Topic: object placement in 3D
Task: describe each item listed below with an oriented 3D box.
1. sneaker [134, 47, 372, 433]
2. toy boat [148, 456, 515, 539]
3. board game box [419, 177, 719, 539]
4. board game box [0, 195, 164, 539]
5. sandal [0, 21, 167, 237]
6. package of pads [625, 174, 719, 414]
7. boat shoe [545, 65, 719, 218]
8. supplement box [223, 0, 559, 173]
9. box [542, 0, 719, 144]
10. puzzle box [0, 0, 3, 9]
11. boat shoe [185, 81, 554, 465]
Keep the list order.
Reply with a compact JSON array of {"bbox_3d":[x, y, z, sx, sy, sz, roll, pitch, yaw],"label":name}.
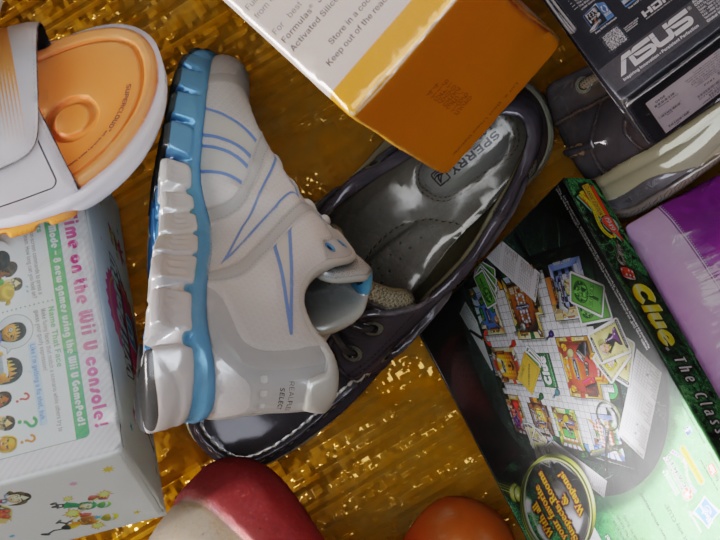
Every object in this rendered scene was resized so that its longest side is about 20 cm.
[{"bbox_3d":[-0.039,-0.009,1.104,0.087,0.200,0.075,5,132,-6],"label":"sneaker"},{"bbox_3d":[0.013,0.143,1.149,0.200,0.131,0.131,40,66,-1],"label":"toy boat"},{"bbox_3d":[0.098,0.075,1.104,0.105,0.023,0.200,-45,60,35],"label":"board game box"},{"bbox_3d":[-0.188,0.046,1.129,0.200,0.064,0.148,-15,58,6],"label":"board game box"},{"bbox_3d":[-0.173,-0.045,1.098,0.207,0.059,0.079,-22,55,0],"label":"sandal"},{"bbox_3d":[0.197,0.044,1.099,0.120,0.076,0.200,-27,66,6],"label":"package of pads"},{"bbox_3d":[0.159,-0.101,1.126,0.200,0.074,0.073,-36,92,5],"label":"boat shoe"},{"bbox_3d":[-0.030,-0.135,1.083,0.200,0.126,0.074,43,96,17],"label":"supplement box"},{"bbox_3d":[0.143,-0.168,1.098,0.200,0.049,0.161,-37,63,6],"label":"box"},{"bbox_3d":[-0.216,-0.106,1.106,0.200,0.025,0.133,4,73,36],"label":"puzzle box"},{"bbox_3d":[0.000,0.000,1.150,0.072,0.065,0.200,45,96,-1],"label":"boat shoe"}]
